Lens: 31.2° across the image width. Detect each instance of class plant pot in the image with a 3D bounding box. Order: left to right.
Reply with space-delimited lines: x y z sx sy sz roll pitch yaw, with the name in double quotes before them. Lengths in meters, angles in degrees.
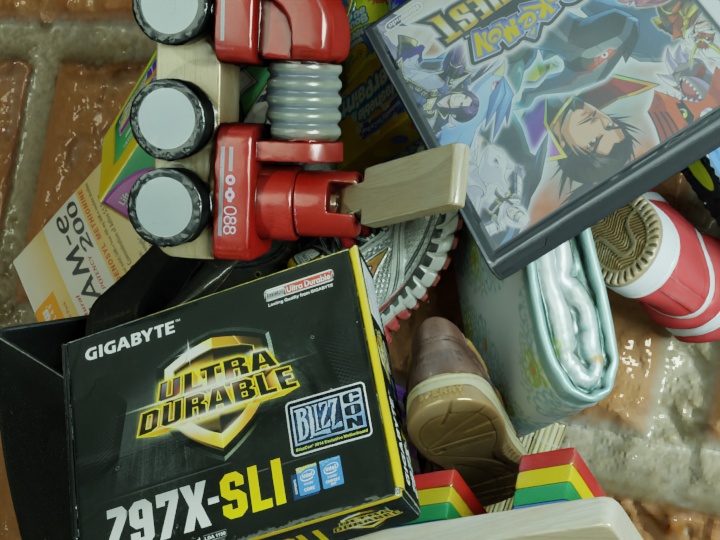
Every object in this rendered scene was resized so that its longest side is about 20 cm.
"plant pot" -0.142 0.149 0.947 0.198 0.198 0.180 23 110 36

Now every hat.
"hat" -0.099 0.009 0.906 0.200 0.081 0.201 -35 24 18

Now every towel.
"towel" 0.100 -0.004 0.807 0.047 0.171 0.203 -5 76 -10

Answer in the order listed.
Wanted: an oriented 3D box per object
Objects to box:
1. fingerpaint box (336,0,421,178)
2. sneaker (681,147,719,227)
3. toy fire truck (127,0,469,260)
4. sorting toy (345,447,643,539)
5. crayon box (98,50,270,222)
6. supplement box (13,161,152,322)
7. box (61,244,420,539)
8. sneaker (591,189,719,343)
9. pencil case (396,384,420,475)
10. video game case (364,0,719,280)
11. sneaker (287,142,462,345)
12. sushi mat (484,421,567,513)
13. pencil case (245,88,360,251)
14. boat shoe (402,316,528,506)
"fingerpaint box" 0.051 -0.175 0.882 0.199 0.072 0.169 -31 59 54
"sneaker" 0.240 -0.050 0.742 0.078 0.066 0.201 -36 97 3
"toy fire truck" -0.030 -0.092 0.749 0.197 0.129 0.179 4 97 9
"sorting toy" 0.099 0.193 0.772 0.198 0.200 0.070 -15 38 30
"crayon box" -0.109 -0.140 0.913 0.201 0.058 0.173 -55 20 11
"supplement box" -0.187 -0.019 1.071 0.200 0.073 0.127 -44 59 21
"box" -0.075 0.091 0.758 0.197 0.049 0.162 -18 60 10
"sneaker" 0.179 -0.028 0.828 0.071 0.112 0.201 -48 29 21
"pencil case" -0.012 0.182 0.905 0.083 0.085 0.202 25 98 9
"video game case" 0.120 -0.121 0.720 0.199 0.025 0.182 -32 61 11
"sneaker" 0.000 0.000 0.845 0.201 0.082 0.078 -58 17 4
"sushi mat" 0.069 0.179 0.891 0.095 0.012 0.203 22 95 37
"pencil case" -0.034 -0.074 0.970 0.089 0.077 0.202 -43 59 38
"boat shoe" 0.061 0.091 0.798 0.071 0.201 0.073 -15 60 7
